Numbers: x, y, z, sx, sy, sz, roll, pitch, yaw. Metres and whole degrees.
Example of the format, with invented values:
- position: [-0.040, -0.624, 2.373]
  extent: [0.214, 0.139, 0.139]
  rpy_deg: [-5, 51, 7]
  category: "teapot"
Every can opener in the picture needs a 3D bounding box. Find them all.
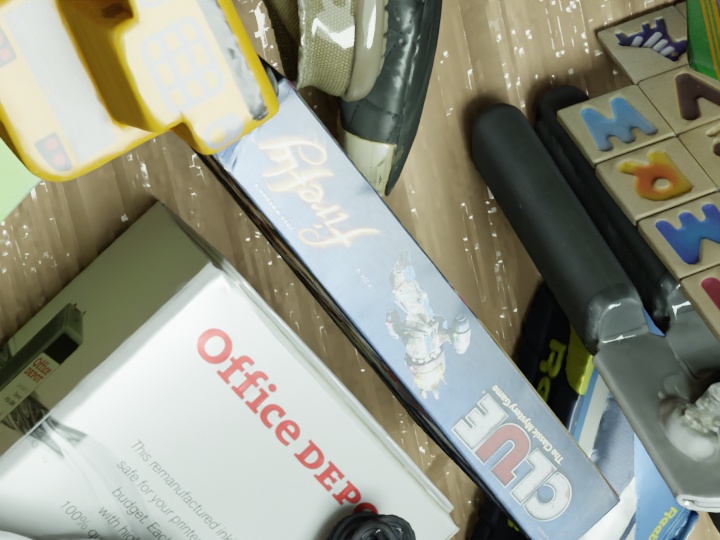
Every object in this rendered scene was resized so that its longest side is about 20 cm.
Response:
- position: [0.097, 0.020, 0.987]
  extent: [0.053, 0.200, 0.067]
  rpy_deg: [-16, 137, -14]
  category: "can opener"

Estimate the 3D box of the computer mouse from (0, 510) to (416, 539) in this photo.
- position: [-0.081, 0.124, 0.932]
  extent: [0.199, 0.044, 0.110]
  rpy_deg: [10, 83, -18]
  category: "computer mouse"

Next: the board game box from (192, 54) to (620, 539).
- position: [0.000, 0.000, 0.968]
  extent: [0.035, 0.135, 0.200]
  rpy_deg: [-40, 115, -3]
  category: "board game box"

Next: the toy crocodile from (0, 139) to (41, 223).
- position: [-0.186, 0.009, 0.943]
  extent: [0.200, 0.062, 0.068]
  rpy_deg: [-36, 116, -5]
  category: "toy crocodile"

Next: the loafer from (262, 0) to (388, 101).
- position: [-0.046, -0.145, 0.913]
  extent: [0.067, 0.076, 0.201]
  rpy_deg: [-18, 81, -10]
  category: "loafer"

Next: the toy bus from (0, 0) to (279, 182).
- position: [-0.092, -0.083, 0.871]
  extent: [0.078, 0.200, 0.065]
  rpy_deg: [-29, 115, -9]
  category: "toy bus"

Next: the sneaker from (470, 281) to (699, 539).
- position: [0.094, 0.093, 1.068]
  extent: [0.082, 0.074, 0.201]
  rpy_deg: [9, 105, -24]
  category: "sneaker"

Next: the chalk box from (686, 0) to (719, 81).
- position: [0.185, -0.159, 0.921]
  extent: [0.124, 0.124, 0.201]
  rpy_deg: [-11, 111, -19]
  category: "chalk box"

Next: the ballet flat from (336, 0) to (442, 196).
- position: [0.002, -0.125, 0.975]
  extent: [0.056, 0.066, 0.201]
  rpy_deg: [1, 104, 3]
  category: "ballet flat"

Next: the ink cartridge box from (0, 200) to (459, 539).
- position: [-0.088, 0.098, 0.996]
  extent: [0.200, 0.083, 0.147]
  rpy_deg: [-43, 116, -2]
  category: "ink cartridge box"

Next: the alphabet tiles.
- position: [0.171, -0.044, 0.984]
  extent: [0.166, 0.200, 0.006]
  rpy_deg: [-19, 134, -12]
  category: "alphabet tiles"
